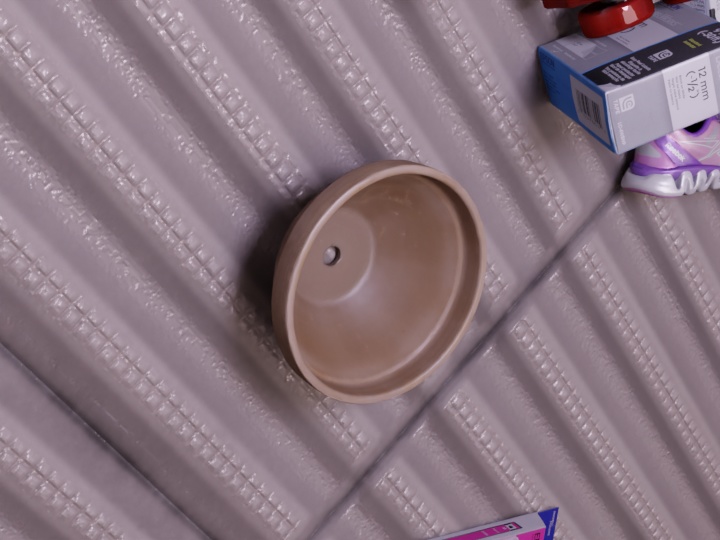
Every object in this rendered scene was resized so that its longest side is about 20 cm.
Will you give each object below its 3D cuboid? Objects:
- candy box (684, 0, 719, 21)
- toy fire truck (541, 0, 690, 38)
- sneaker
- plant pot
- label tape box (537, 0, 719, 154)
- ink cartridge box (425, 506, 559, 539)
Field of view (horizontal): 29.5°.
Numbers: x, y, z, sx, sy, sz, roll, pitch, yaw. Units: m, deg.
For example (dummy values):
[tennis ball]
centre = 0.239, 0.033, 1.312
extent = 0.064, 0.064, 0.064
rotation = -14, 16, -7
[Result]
[candy box]
centre = 0.353, -0.305, 1.289
extent = 0.136, 0.061, 0.200
rotation = -30, 124, -24
[toy fire truck]
centre = 0.254, -0.270, 1.132
extent = 0.200, 0.168, 0.112
rotation = -25, 104, -12
[sneaker]
centre = 0.344, -0.126, 1.349
extent = 0.200, 0.080, 0.089
rotation = -9, 106, -34
[plant pot]
centre = 0.000, 0.000, 1.121
extent = 0.201, 0.093, 0.201
rotation = -15, 116, -32
[label tape box]
centre = 0.276, -0.184, 1.188
extent = 0.200, 0.143, 0.066
rotation = -23, 119, -6
[ink cartridge box]
centre = 0.131, 0.305, 1.384
extent = 0.200, 0.037, 0.095
rotation = -7, 112, -38
